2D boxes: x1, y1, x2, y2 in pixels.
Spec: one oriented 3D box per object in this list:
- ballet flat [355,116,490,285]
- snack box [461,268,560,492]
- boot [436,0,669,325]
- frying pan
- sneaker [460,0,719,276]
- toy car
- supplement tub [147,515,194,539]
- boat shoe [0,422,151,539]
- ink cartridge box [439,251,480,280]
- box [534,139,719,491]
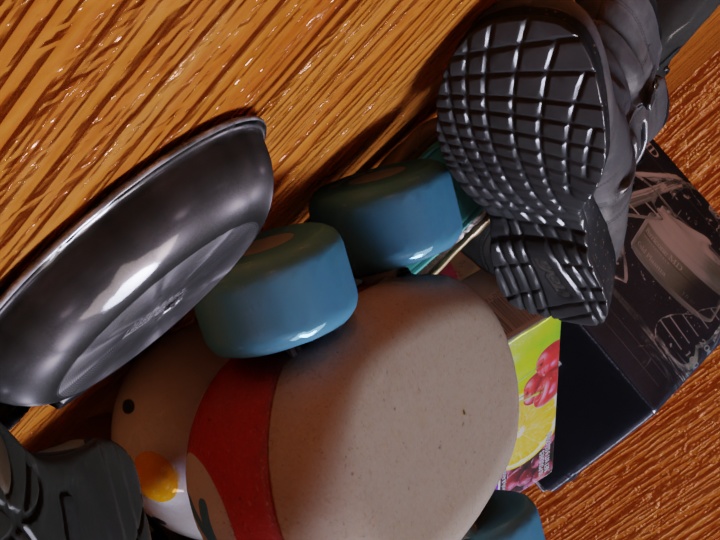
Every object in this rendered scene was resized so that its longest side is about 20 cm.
[{"bbox_3d":[0.000,0.000,0.809,0.200,0.069,0.063,-41,-170,20],"label":"ballet flat"},{"bbox_3d":[0.012,0.098,0.895,0.199,0.053,0.143,-29,141,-21],"label":"snack box"},{"bbox_3d":[0.087,-0.080,0.718,0.200,0.069,0.132,77,30,-58],"label":"boot"},{"bbox_3d":[-0.090,0.024,0.509,0.190,0.031,0.115,-46,173,27],"label":"frying pan"},{"bbox_3d":[0.117,-0.077,0.871,0.200,0.091,0.076,-42,174,8],"label":"sneaker"},{"bbox_3d":[-0.049,0.072,0.720,0.199,0.186,0.177,-9,-166,32],"label":"toy car"},{"bbox_3d":[-0.153,0.170,0.793,0.122,0.123,0.200,-42,175,27],"label":"supplement tub"},{"bbox_3d":[-0.122,0.085,0.496,0.073,0.076,0.200,-11,167,11],"label":"boat shoe"},{"bbox_3d":[0.033,0.019,0.964,0.200,0.067,0.117,-43,154,-12],"label":"ink cartridge box"},{"bbox_3d":[0.142,0.003,1.167,0.196,0.200,0.124,-36,174,-47],"label":"box"}]
